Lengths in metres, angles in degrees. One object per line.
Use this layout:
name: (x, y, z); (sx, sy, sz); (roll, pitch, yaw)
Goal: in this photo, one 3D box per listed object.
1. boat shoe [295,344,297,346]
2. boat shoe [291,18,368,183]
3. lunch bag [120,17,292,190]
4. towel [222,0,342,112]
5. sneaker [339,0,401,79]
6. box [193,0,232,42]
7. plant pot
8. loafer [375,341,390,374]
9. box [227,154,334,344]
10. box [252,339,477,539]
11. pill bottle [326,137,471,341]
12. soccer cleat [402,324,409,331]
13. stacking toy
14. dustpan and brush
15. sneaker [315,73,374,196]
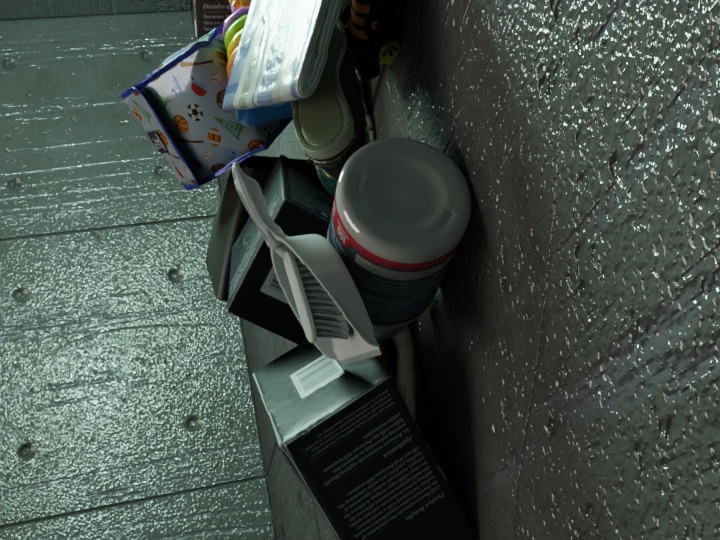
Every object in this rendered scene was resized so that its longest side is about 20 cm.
boat shoe: (-0.062, 0.134, 1.288); (0.063, 0.070, 0.203); (77, 175, -70)
boat shoe: (-0.033, -0.170, 0.792); (0.061, 0.070, 0.204); (54, -156, -49)
lunch bag: (-0.226, -0.218, 1.149); (0.172, 0.197, 0.124); (58, -145, -19)
towel: (-0.073, -0.225, 0.783); (0.199, 0.023, 0.150); (10, 82, 60)
sneaker: (0.022, -0.251, 0.796); (0.092, 0.069, 0.200); (67, 166, 0)
box: (-0.165, -0.355, 1.246); (0.167, 0.160, 0.204); (-105, 14, -62)
plant pot: (-0.115, -0.067, 1.198); (0.200, 0.195, 0.181); (-132, 46, -67)
loafer: (-0.009, 0.056, 1.050); (0.068, 0.075, 0.202); (101, 148, -50)
box: (-0.083, -0.030, 0.999); (0.150, 0.106, 0.201); (-60, 17, 16)
box: (-0.003, 0.185, 0.840); (0.199, 0.122, 0.200); (63, 172, -18)
pill bottle: (0.024, -0.016, 0.767); (0.201, 0.117, 0.122); (106, 153, -59)
soccer cleat: (0.000, 0.000, 0.968); (0.201, 0.072, 0.069); (-114, 21, -49)
stacking toy: (-0.137, -0.298, 1.062); (0.117, 0.108, 0.203); (100, 152, -61)
dustpan and brush: (-0.057, -0.007, 0.725); (0.204, 0.056, 0.139); (70, 161, 4)
sneaker: (-0.024, -0.192, 1.006); (0.091, 0.076, 0.205); (-133, 43, -85)
